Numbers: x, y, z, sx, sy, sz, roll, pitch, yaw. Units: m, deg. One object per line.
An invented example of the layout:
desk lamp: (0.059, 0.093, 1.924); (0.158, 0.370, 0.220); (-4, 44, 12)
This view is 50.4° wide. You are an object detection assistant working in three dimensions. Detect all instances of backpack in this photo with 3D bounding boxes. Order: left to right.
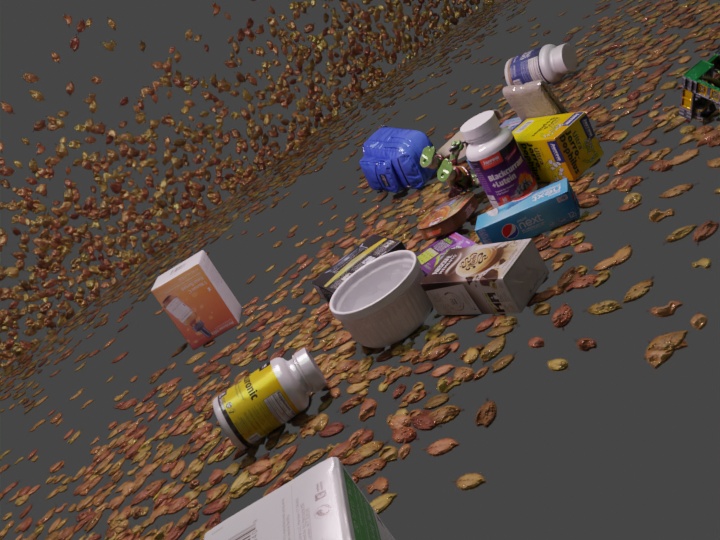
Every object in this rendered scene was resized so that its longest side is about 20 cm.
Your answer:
backpack: (0.113, -0.299, 2.157); (0.199, 0.163, 0.168); (10, 54, 44)

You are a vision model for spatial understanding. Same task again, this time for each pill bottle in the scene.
pill bottle: (-0.165, 0.232, 1.420); (0.199, 0.112, 0.111); (-33, 20, -2)
pill bottle: (0.299, -0.241, 1.675); (0.111, 0.201, 0.112); (-28, 20, 12)
pill bottle: (0.536, -0.604, 2.272); (0.199, 0.112, 0.111); (-7, 32, 49)

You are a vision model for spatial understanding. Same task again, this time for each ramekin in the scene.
ramekin: (0.048, 0.062, 1.500); (0.199, 0.106, 0.201); (-29, 20, 11)

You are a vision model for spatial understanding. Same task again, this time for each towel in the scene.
towel: (0.423, -0.352, 1.750); (0.035, 0.200, 0.132); (-51, 25, -16)

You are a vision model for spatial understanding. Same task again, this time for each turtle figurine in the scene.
turtle figurine: (0.248, -0.263, 1.816); (0.199, 0.146, 0.193); (-28, -20, 37)

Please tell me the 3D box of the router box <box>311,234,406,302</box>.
router box: (0.000, 0.000, 1.785); (0.199, 0.053, 0.157); (-38, 21, -14)

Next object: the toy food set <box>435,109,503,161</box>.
toy food set: (0.309, -0.369, 2.176); (0.200, 0.061, 0.143); (-45, 12, -32)

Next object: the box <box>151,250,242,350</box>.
box: (-0.431, 0.079, 2.032); (0.151, 0.201, 0.107); (-30, 19, 6)

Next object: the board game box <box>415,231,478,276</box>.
board game box: (0.187, -0.022, 1.595); (0.120, 0.032, 0.200); (-37, 21, -3)

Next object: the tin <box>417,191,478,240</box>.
tin: (0.203, -0.125, 1.752); (0.111, 0.042, 0.200); (-23, 12, 36)

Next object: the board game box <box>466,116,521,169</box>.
board game box: (0.390, -0.343, 2.008); (0.200, 0.037, 0.150); (-44, 23, -29)

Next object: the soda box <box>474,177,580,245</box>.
soda box: (0.330, -0.106, 1.521); (0.198, 0.065, 0.068); (-22, 23, 25)

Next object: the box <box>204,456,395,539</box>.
box: (-0.057, 0.368, 0.864); (0.199, 0.172, 0.199); (-31, 20, 3)

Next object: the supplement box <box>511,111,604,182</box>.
supplement box: (0.416, -0.270, 1.697); (0.109, 0.109, 0.199); (-40, 21, -20)

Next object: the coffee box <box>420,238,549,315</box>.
coffee box: (0.221, 0.015, 1.383); (0.199, 0.080, 0.113); (-7, 33, 50)

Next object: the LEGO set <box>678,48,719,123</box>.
LEGO set: (0.716, -0.348, 1.484); (0.153, 0.116, 0.200); (31, 65, 35)
